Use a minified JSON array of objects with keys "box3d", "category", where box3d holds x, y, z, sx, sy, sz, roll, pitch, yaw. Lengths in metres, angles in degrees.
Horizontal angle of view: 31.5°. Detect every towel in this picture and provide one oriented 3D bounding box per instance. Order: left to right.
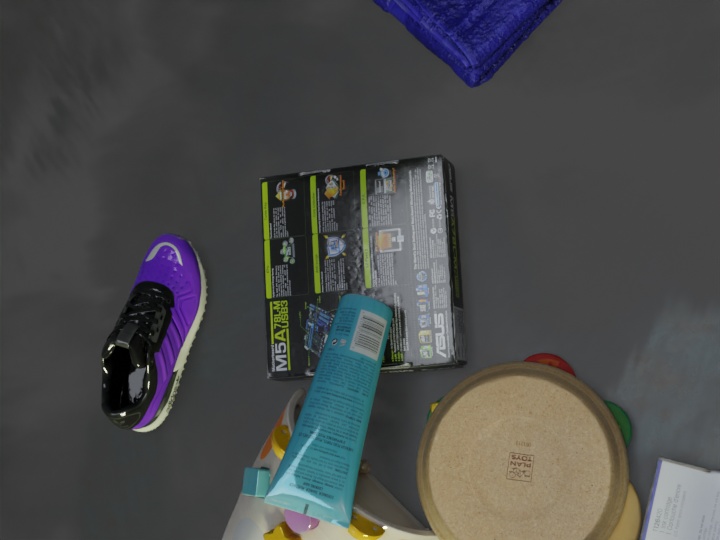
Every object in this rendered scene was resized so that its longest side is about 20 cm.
[{"box3d":[0.089,-0.292,1.237,0.148,0.049,0.200,-47,71,7],"category":"towel"}]

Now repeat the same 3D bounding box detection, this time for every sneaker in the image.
[{"box3d":[-0.209,0.060,1.254,0.069,0.099,0.203,10,86,17],"category":"sneaker"}]

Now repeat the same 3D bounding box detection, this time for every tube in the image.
[{"box3d":[-0.020,0.121,1.133,0.077,0.051,0.202,14,68,7],"category":"tube"}]

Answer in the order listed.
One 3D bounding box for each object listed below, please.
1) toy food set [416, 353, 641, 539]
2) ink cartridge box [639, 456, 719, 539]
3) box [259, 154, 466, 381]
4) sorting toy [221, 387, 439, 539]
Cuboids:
[{"box3d":[0.148,0.177,1.145,0.198,0.049,0.200,-10,77,12],"category":"toy food set"},{"box3d":[0.331,0.277,1.077,0.198,0.047,0.200,13,88,21],"category":"ink cartridge box"},{"box3d":[0.000,0.000,1.226,0.191,0.047,0.203,-7,81,20],"category":"box"},{"box3d":[-0.055,0.249,1.192,0.200,0.107,0.181,42,114,19],"category":"sorting toy"}]
